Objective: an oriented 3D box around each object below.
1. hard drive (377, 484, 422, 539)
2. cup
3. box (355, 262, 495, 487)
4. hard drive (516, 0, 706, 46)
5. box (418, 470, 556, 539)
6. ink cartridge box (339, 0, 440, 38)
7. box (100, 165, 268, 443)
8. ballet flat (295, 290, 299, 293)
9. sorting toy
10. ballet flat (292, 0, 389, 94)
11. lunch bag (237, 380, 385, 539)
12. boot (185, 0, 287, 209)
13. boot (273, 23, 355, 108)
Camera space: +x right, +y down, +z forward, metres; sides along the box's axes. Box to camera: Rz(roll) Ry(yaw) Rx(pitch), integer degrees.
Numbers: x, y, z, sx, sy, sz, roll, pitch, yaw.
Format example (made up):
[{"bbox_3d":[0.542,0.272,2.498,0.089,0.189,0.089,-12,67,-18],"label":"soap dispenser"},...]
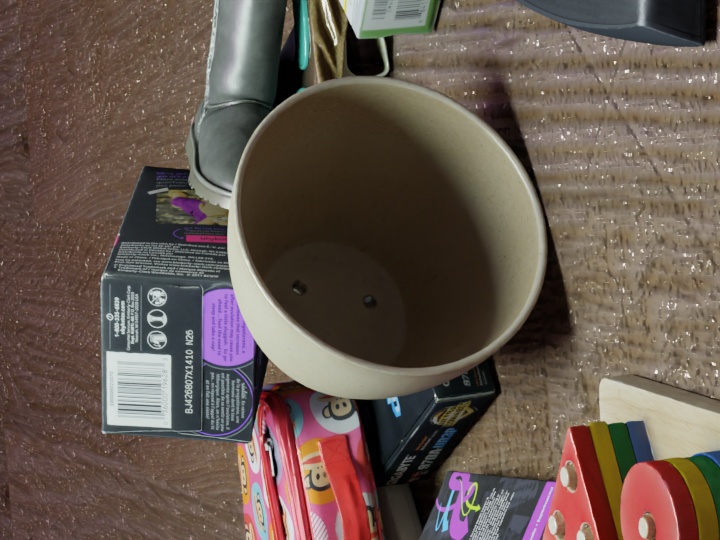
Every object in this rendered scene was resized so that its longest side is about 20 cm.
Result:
[{"bbox_3d":[0.015,0.204,1.865,0.132,0.026,0.201,115,144,-55],"label":"hard drive"},{"bbox_3d":[0.000,0.000,1.600,0.143,0.199,0.202,124,136,-59],"label":"cup"},{"bbox_3d":[0.026,0.028,1.759,0.159,0.046,0.201,123,137,-60],"label":"box"},{"bbox_3d":[0.132,-0.196,1.422,0.200,0.042,0.136,-149,57,-66],"label":"hard drive"},{"bbox_3d":[0.076,0.198,1.595,0.144,0.036,0.200,-66,18,-10],"label":"box"},{"bbox_3d":[0.002,-0.261,1.735,0.104,0.059,0.201,103,153,-43],"label":"ink cartridge box"},{"bbox_3d":[-0.114,0.020,1.765,0.200,0.105,0.123,-81,-6,-67],"label":"box"},{"bbox_3d":[-0.044,0.038,1.940,0.200,0.072,0.074,-176,82,-76],"label":"ballet flat"},{"bbox_3d":[0.162,0.171,1.393,0.200,0.069,0.201,-165,71,-69],"label":"sorting toy"},{"bbox_3d":[-0.016,-0.131,1.792,0.068,0.072,0.202,179,94,-80],"label":"ballet flat"},{"bbox_3d":[-0.027,0.178,1.800,0.176,0.081,0.202,175,85,-75],"label":"lunch bag"},{"bbox_3d":[-0.072,-0.154,1.761,0.182,0.072,0.201,-128,51,-59],"label":"boot"},{"bbox_3d":[-0.070,-0.077,1.894,0.168,0.076,0.201,135,152,-67],"label":"boot"}]
